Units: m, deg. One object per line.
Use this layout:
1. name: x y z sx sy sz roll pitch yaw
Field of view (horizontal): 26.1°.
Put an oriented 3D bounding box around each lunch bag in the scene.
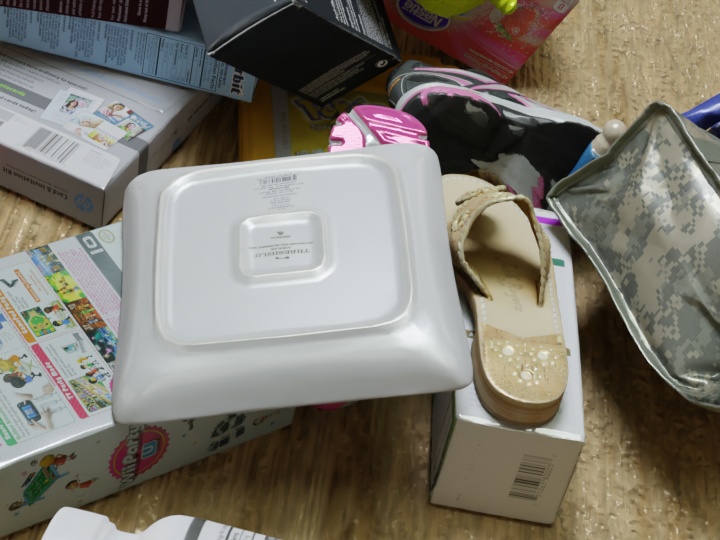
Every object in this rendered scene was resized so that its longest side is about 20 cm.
1. lunch bag: 0.235 0.011 0.985 0.164 0.117 0.201 17 39 -52

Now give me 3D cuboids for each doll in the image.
1. doll: 0.190 -0.068 1.078 0.199 0.137 0.049 -31 63 4

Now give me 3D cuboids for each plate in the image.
1. plate: -0.044 -0.005 0.894 0.198 0.032 0.201 -7 45 1

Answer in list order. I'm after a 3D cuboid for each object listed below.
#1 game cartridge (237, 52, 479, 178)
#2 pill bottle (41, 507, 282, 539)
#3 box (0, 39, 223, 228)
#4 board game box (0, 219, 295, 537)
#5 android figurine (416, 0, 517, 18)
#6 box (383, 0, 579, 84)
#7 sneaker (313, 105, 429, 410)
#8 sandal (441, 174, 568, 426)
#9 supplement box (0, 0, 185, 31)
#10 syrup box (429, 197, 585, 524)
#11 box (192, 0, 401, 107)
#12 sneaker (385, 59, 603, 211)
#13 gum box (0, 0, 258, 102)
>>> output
1. game cartridge: -0.002 -0.098 1.136 0.175 0.033 0.201 5 44 -10
2. pill bottle: -0.062 0.185 0.752 0.198 0.116 0.116 14 42 1
3. box: -0.200 -0.126 1.106 0.155 0.041 0.200 23 43 9
4. board game box: -0.155 0.052 0.910 0.199 0.065 0.148 -18 50 -32
5. android figurine: 0.042 -0.261 1.096 0.200 0.041 0.183 40 50 -14
6. box: 0.060 -0.245 1.211 0.199 0.103 0.095 26 37 -25
7. sneaker: 0.000 0.000 0.994 0.081 0.088 0.201 14 66 3
8. sandal: 0.089 -0.010 0.919 0.077 0.070 0.213 3 43 -11
9. supplement box: -0.217 -0.233 1.074 0.198 0.061 0.109 6 45 -9
10. syrup box: 0.089 0.050 0.966 0.081 0.079 0.201 10 42 -4
11. box: -0.062 -0.231 1.072 0.141 0.078 0.201 20 48 -59
12. sneaker: 0.103 -0.105 1.104 0.199 0.081 0.087 22 27 -33
13. gum box: -0.158 -0.211 1.147 0.198 0.045 0.171 14 41 -2
